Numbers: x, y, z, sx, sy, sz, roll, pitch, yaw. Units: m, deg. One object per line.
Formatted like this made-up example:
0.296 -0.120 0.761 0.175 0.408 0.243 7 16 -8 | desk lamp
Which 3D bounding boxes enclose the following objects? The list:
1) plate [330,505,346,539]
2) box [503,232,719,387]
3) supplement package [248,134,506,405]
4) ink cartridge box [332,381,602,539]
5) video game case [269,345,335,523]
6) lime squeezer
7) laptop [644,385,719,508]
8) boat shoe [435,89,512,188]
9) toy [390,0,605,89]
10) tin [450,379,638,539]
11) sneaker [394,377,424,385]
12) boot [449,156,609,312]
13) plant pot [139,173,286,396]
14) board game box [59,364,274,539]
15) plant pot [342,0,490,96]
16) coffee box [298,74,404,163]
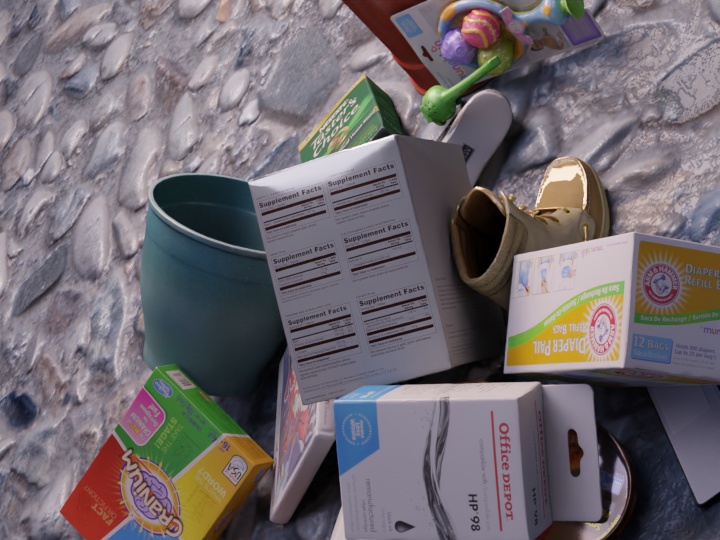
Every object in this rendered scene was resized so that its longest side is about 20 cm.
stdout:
0.040 0.283 1.327 0.199 0.032 0.200 15 71 27 | plate
0.207 0.036 1.261 0.200 0.112 0.102 168 109 -68 | box
0.021 -0.001 1.420 0.146 0.191 0.201 -15 86 20 | supplement package
0.084 0.151 1.263 0.199 0.067 0.117 -4 94 25 | ink cartridge box
-0.054 0.124 1.554 0.200 0.023 0.183 117 159 -54 | video game case
0.090 -0.179 1.629 0.071 0.038 0.200 -50 1 -8 | lime squeezer
0.281 0.039 1.236 0.200 0.116 0.188 -40 36 20 | laptop
0.089 -0.097 1.639 0.200 0.068 0.057 -53 4 5 | boat shoe
0.135 -0.239 1.627 0.199 0.115 0.047 -19 36 34 | toy
0.132 0.163 1.312 0.199 0.042 0.113 20 81 28 | tin
0.055 0.049 1.559 0.200 0.075 0.076 -48 7 13 | sneaker
0.150 -0.043 1.422 0.072 0.155 0.201 -9 56 39 | boot
-0.148 0.023 1.694 0.200 0.199 0.189 50 129 55 | plant pot
-0.201 0.222 1.638 0.153 0.040 0.200 41 107 20 | board game box
0.064 -0.322 1.730 0.200 0.195 0.202 -31 41 31 | plant pot
-0.011 -0.134 1.757 0.123 0.044 0.200 -47 20 15 | coffee box
